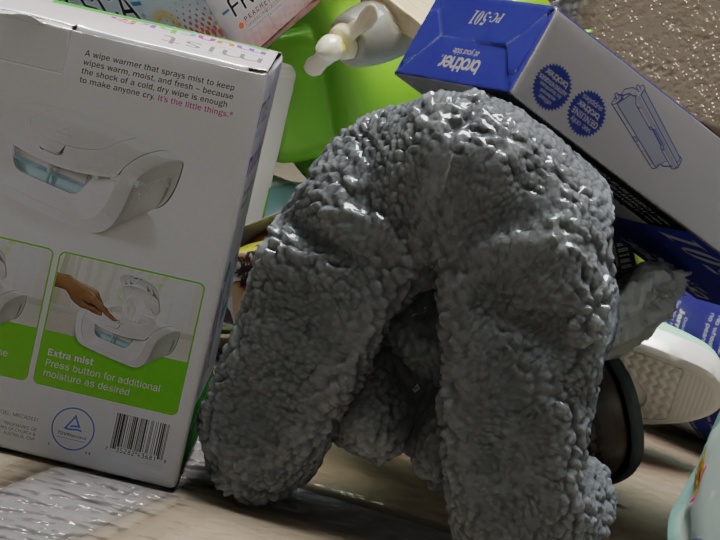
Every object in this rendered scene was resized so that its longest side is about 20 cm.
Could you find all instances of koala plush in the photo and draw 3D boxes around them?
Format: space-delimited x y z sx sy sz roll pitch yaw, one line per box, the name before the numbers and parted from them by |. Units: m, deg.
koala plush | 0.052 0.011 1.195 0.176 0.185 0.200 16 11 16

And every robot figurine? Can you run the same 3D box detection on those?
robot figurine | 0.026 -0.110 1.575 0.199 0.117 0.175 -13 5 -25

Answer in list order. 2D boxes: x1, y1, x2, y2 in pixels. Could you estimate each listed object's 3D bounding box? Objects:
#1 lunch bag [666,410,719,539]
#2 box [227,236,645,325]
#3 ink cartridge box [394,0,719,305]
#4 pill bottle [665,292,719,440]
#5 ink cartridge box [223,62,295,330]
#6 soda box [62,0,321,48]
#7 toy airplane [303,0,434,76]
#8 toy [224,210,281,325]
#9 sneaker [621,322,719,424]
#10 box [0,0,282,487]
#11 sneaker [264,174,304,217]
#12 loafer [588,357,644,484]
lunch bag | 0.210 0.063 1.158 0.122 0.171 0.200 29 15 26
box | 0.037 0.005 1.334 0.199 0.076 0.050 -14 5 16
ink cartridge box | 0.116 -0.045 1.219 0.200 0.044 0.094 34 -9 -30
pill bottle | 0.240 0.051 1.473 0.115 0.117 0.199 5 12 -44
ink cartridge box | -0.148 -0.065 1.523 0.199 0.147 0.084 19 11 33
soda box | -0.110 -0.137 1.368 0.199 0.069 0.064 2 38 50
toy airplane | -0.039 -0.180 1.475 0.198 0.142 0.200 25 18 -18
toy | 0.000 0.000 1.416 0.199 0.048 0.115 -25 -30 25
sneaker | 0.116 0.004 1.476 0.199 0.074 0.118 17 54 30
box | -0.148 -0.025 1.169 0.199 0.178 0.097 12 9 1
sneaker | 0.008 -0.001 1.605 0.130 0.080 0.200 24 13 26
loafer | 0.074 0.066 1.345 0.062 0.072 0.200 -10 8 -14
